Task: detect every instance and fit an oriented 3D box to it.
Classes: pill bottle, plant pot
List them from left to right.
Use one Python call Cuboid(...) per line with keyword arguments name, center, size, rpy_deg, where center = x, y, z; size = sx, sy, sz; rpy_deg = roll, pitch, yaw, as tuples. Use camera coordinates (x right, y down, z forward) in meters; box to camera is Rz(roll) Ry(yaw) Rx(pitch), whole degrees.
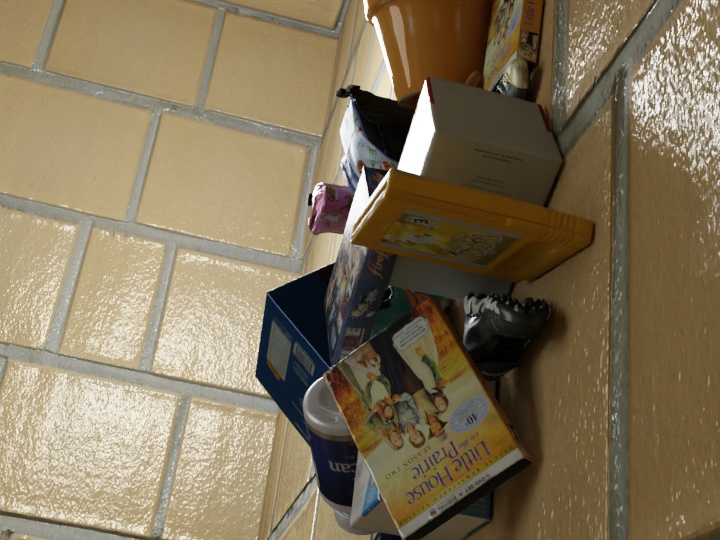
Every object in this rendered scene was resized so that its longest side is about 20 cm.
Cuboid(name="pill bottle", center=(-0.005, 0.233, 1.338), size=(0.111, 0.111, 0.201), rpy_deg=(-91, -6, -56))
Cuboid(name="plant pot", center=(0.107, -0.333, 1.524), size=(0.200, 0.199, 0.184), rpy_deg=(145, 121, -77))

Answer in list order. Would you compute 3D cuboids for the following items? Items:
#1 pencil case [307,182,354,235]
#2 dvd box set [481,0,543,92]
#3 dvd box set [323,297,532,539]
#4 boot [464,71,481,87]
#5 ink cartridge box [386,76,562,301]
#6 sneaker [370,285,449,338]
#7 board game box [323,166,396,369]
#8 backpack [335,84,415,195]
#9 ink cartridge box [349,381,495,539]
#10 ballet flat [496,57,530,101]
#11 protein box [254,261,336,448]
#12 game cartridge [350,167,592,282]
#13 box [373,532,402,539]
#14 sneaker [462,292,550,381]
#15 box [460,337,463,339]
Cuboid(name="pencil case", center=(0.018, -0.085, 1.669), size=(0.086, 0.199, 0.083), rpy_deg=(-175, 91, -71))
Cuboid(name="dvd box set", center=(0.198, -0.323, 1.380), size=(0.146, 0.029, 0.201), rpy_deg=(126, 155, -69))
Cuboid(name="dvd box set", center=(0.061, 0.146, 1.063), size=(0.146, 0.029, 0.200), rpy_deg=(-36, 56, 12))
Cuboid(name="boot", center=(0.124, -0.184, 1.364), size=(0.200, 0.068, 0.189), rpy_deg=(-59, -9, -36))
Cuboid(name="ink cartridge box", center=(0.116, -0.086, 1.202), size=(0.146, 0.144, 0.201), rpy_deg=(-93, 18, -56))
Cuboid(name="sneaker", center=(0.053, 0.049, 1.405), size=(0.071, 0.080, 0.200), rpy_deg=(-45, -10, 24))
Cuboid(name="board game box", center=(0.000, 0.000, 1.237), size=(0.136, 0.034, 0.201), rpy_deg=(-99, 22, -55))
Cuboid(name="backpack", center=(0.058, -0.170, 1.590), size=(0.191, 0.199, 0.155), rpy_deg=(-105, 26, -57))
Cuboid(name="ink cartridge box", center=(0.071, 0.183, 1.183), size=(0.129, 0.125, 0.201), rpy_deg=(119, 161, -61))
Cuboid(name="ballet flat", center=(0.162, -0.168, 1.312), size=(0.067, 0.057, 0.201), rpy_deg=(-93, 17, -56))
Cuboid(name="protein box", center=(-0.043, 0.138, 1.588), size=(0.199, 0.135, 0.200), rpy_deg=(48, 145, 29))
Cuboid(name="game cartridge", center=(0.102, -0.037, 1.049), size=(0.176, 0.199, 0.033), rpy_deg=(129, 155, -72))
Cuboid(name="box", center=(0.015, 0.389, 1.248), size=(0.200, 0.032, 0.121), rpy_deg=(113, 167, -45))
Cuboid(name="sneaker", center=(0.145, 0.070, 1.088), size=(0.200, 0.066, 0.091), rpy_deg=(177, 100, -83))
Cuboid(name="box", center=(0.072, 0.163, 1.387), size=(0.200, 0.075, 0.101), rpy_deg=(121, 159, -60))
